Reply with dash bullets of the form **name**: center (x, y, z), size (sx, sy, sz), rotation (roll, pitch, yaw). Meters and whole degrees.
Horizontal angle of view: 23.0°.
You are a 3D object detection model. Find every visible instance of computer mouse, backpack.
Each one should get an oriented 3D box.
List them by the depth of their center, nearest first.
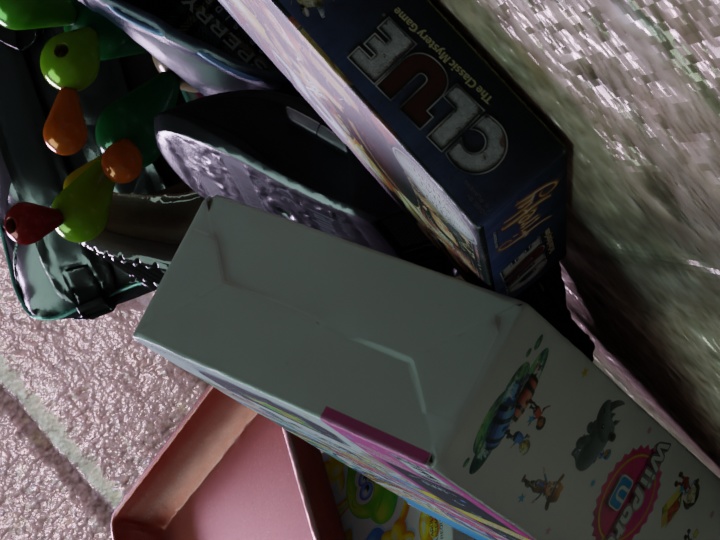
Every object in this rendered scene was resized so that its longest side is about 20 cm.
- **computer mouse**: center (0.014, -0.015, 0.728), size (0.199, 0.046, 0.141), rotation (23, 161, 29)
- **backpack**: center (-0.141, -0.093, 1.048), size (0.153, 0.175, 0.201), rotation (-39, -73, -57)

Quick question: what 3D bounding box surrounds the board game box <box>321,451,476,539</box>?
- **board game box**: center (0.031, 0.146, 0.940), size (0.103, 0.200, 0.105), rotation (13, -119, -29)

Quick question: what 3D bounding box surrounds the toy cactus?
- **toy cactus**: center (-0.112, -0.108, 0.847), size (0.164, 0.102, 0.201), rotation (5, -104, -44)

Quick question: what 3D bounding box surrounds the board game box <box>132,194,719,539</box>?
- **board game box**: center (0.035, 0.056, 0.656), size (0.147, 0.065, 0.200), rotation (21, 170, 40)

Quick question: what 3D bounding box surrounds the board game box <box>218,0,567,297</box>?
- **board game box**: center (-0.013, -0.081, 0.560), size (0.200, 0.035, 0.136), rotation (49, 178, 13)

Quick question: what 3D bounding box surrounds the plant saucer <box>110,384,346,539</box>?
- **plant saucer**: center (-0.063, 0.168, 0.947), size (0.037, 0.200, 0.201), rotation (6, -131, -33)

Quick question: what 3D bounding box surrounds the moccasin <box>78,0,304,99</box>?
- **moccasin**: center (-0.092, -0.144, 0.750), size (0.200, 0.081, 0.068), rotation (35, 171, 3)

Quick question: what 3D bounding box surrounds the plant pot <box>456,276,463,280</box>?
- **plant pot**: center (0.000, 0.000, 0.936), size (0.201, 0.093, 0.201), rotation (48, 177, 4)

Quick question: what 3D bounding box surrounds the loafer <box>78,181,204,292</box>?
- **loafer**: center (-0.054, -0.020, 0.855), size (0.199, 0.071, 0.073), rotation (8, 161, 36)
